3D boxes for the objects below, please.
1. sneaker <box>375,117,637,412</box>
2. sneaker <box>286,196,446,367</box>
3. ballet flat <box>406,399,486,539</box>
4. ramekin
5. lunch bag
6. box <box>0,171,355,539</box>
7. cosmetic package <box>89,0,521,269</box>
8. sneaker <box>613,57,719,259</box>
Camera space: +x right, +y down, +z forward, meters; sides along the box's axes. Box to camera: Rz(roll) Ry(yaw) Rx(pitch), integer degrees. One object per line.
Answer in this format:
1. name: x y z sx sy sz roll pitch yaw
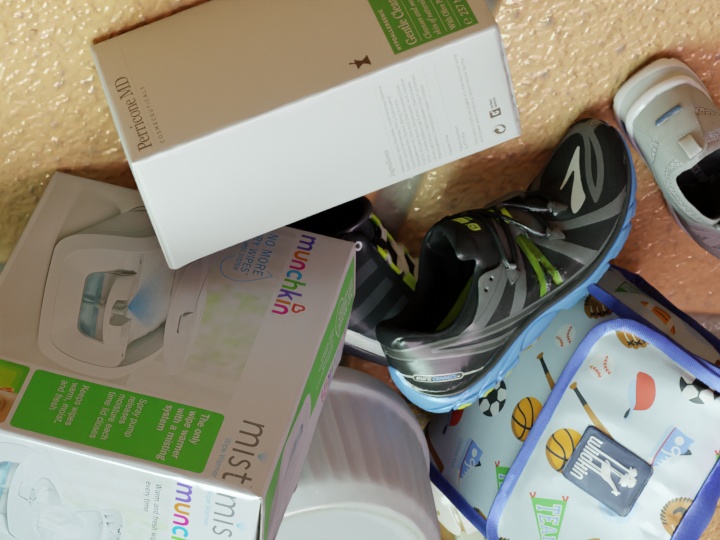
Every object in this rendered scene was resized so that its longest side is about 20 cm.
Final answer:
1. sneaker: 0.085 -0.011 1.381 0.200 0.071 0.083 -49 124 -13
2. sneaker: 0.000 0.000 1.397 0.199 0.072 0.083 10 126 -30
3. ballet flat: 0.067 0.159 1.579 0.070 0.071 0.201 -18 135 -6
4. ramekin: -0.046 0.155 1.400 0.201 0.094 0.203 -12 135 -12
5. lunch bag: 0.139 0.096 1.428 0.123 0.200 0.171 19 106 -36
6. box: -0.111 0.062 1.275 0.176 0.200 0.097 14 132 7
7. cosmetic package: -0.029 -0.093 1.273 0.199 0.108 0.085 -21 136 -5
8. sneaker: 0.218 -0.039 1.443 0.075 0.082 0.200 -39 134 15
